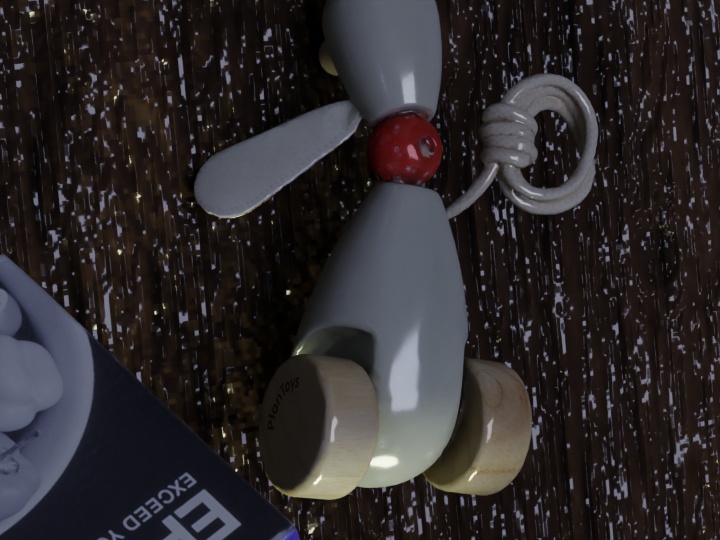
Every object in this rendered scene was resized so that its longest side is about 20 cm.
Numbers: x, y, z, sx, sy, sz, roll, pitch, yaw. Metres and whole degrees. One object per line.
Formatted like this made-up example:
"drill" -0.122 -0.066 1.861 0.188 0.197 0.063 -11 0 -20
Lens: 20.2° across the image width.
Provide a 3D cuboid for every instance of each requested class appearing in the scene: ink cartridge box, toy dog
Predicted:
"ink cartridge box" -0.120 0.116 0.605 0.198 0.200 0.043 -38 156 -27
"toy dog" 0.000 0.000 0.744 0.132 0.096 0.200 31 60 -27
